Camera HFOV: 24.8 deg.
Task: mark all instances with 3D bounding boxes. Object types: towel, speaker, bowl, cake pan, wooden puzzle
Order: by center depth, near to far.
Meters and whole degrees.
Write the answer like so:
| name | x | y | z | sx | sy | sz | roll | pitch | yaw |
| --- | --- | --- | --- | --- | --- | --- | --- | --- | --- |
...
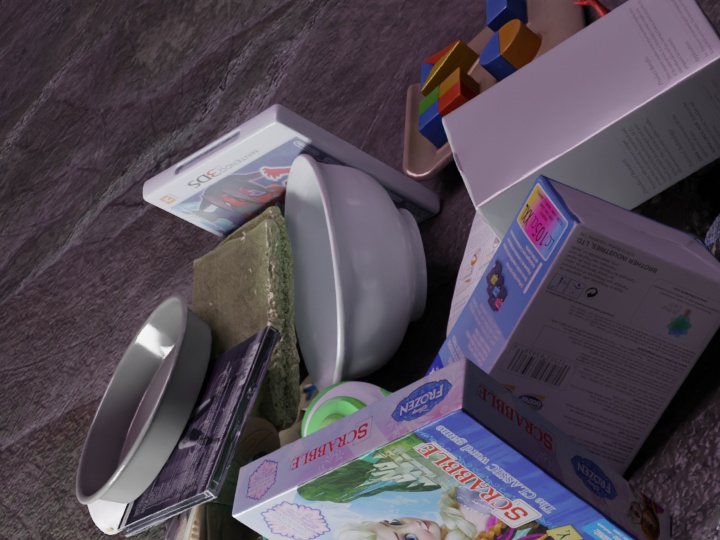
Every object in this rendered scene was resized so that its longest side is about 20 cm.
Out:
| name | x | y | z | sx | sy | sz | roll | pitch | yaw |
| --- | --- | --- | --- | --- | --- | --- | --- | --- | --- |
| speaker | 0.027 | 0.146 | 1.214 | 0.089 | 0.088 | 0.200 | -54 | 28 | -4 |
| bowl | 0.000 | 0.000 | 1.370 | 0.201 | 0.090 | 0.202 | 174 | 90 | -77 |
| cake pan | -0.187 | 0.117 | 1.431 | 0.200 | 0.037 | 0.201 | -53 | 21 | 30 |
| towel | -0.101 | 0.057 | 1.437 | 0.148 | 0.036 | 0.201 | -30 | 58 | 50 |
| wooden puzzle | 0.112 | -0.189 | 1.485 | 0.200 | 0.046 | 0.185 | -37 | 23 | 24 |

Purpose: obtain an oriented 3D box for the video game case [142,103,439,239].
| name | x | y | z | sx | sy | sz | roll | pitch | yaw |
| --- | --- | --- | --- | --- | --- | --- | --- | --- | --- |
| video game case | -0.061 | -0.065 | 1.461 | 0.182 | 0.200 | 0.023 | -25 | 51 | 39 |

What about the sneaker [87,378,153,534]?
| name | x | y | z | sx | sy | sz | roll | pitch | yaw |
| --- | --- | --- | --- | --- | --- | --- | --- | --- | --- |
| sneaker | -0.214 | 0.156 | 1.566 | 0.115 | 0.074 | 0.200 | -31 | 36 | 28 |

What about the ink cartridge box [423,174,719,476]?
| name | x | y | z | sx | sy | sz | roll | pitch | yaw |
| --- | --- | --- | --- | --- | --- | --- | --- | --- | --- |
| ink cartridge box | 0.134 | 0.056 | 1.075 | 0.200 | 0.136 | 0.076 | -62 | 24 | 19 |

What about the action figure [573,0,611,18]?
| name | x | y | z | sx | sy | sz | roll | pitch | yaw |
| --- | --- | --- | --- | --- | --- | --- | --- | --- | --- |
| action figure | 0.223 | -0.181 | 1.291 | 0.200 | 0.099 | 0.065 | -1 | 56 | 58 |

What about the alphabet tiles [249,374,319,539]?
| name | x | y | z | sx | sy | sz | roll | pitch | yaw |
| --- | --- | --- | --- | --- | --- | --- | --- | --- | --- |
| alphabet tiles | -0.070 | 0.171 | 1.401 | 0.196 | 0.015 | 0.200 | -49 | 29 | 6 |

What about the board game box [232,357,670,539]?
| name | x | y | z | sx | sy | sz | roll | pitch | yaw |
| --- | --- | --- | --- | --- | --- | --- | --- | --- | --- |
| board game box | 0.057 | 0.155 | 1.041 | 0.199 | 0.200 | 0.041 | -30 | 36 | 36 |

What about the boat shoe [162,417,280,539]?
| name | x | y | z | sx | sy | sz | roll | pitch | yaw |
| --- | --- | --- | --- | --- | --- | --- | --- | --- | --- |
| boat shoe | -0.128 | 0.212 | 1.344 | 0.065 | 0.072 | 0.201 | 8 | 76 | 50 |

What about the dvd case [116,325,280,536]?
| name | x | y | z | sx | sy | sz | roll | pitch | yaw |
| --- | --- | --- | --- | --- | --- | --- | --- | --- | --- |
| dvd case | -0.136 | 0.137 | 1.359 | 0.200 | 0.016 | 0.149 | -31 | 35 | 57 |

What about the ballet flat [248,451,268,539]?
| name | x | y | z | sx | sy | sz | roll | pitch | yaw |
| --- | --- | --- | --- | --- | --- | --- | --- | --- | --- |
| ballet flat | -0.044 | 0.221 | 1.258 | 0.068 | 0.068 | 0.200 | -16 | 50 | 9 |

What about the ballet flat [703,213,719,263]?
| name | x | y | z | sx | sy | sz | roll | pitch | yaw |
| --- | --- | --- | --- | --- | --- | --- | --- | --- | --- |
| ballet flat | 0.290 | -0.074 | 1.100 | 0.200 | 0.074 | 0.074 | -55 | 29 | -10 |

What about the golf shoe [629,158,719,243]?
| name | x | y | z | sx | sy | sz | roll | pitch | yaw |
| --- | --- | --- | --- | --- | --- | --- | --- | --- | --- |
| golf shoe | 0.207 | -0.038 | 1.196 | 0.097 | 0.078 | 0.200 | -43 | 19 | 52 |

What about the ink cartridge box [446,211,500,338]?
| name | x | y | z | sx | sy | sz | roll | pitch | yaw |
| --- | --- | --- | --- | --- | --- | --- | --- | --- | --- |
| ink cartridge box | 0.140 | -0.051 | 1.270 | 0.162 | 0.050 | 0.201 | -43 | 28 | 57 |

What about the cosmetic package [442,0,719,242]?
| name | x | y | z | sx | sy | sz | roll | pitch | yaw |
| --- | --- | --- | --- | --- | --- | --- | --- | --- | --- |
| cosmetic package | 0.166 | -0.103 | 1.138 | 0.200 | 0.081 | 0.113 | -31 | 39 | 16 |
